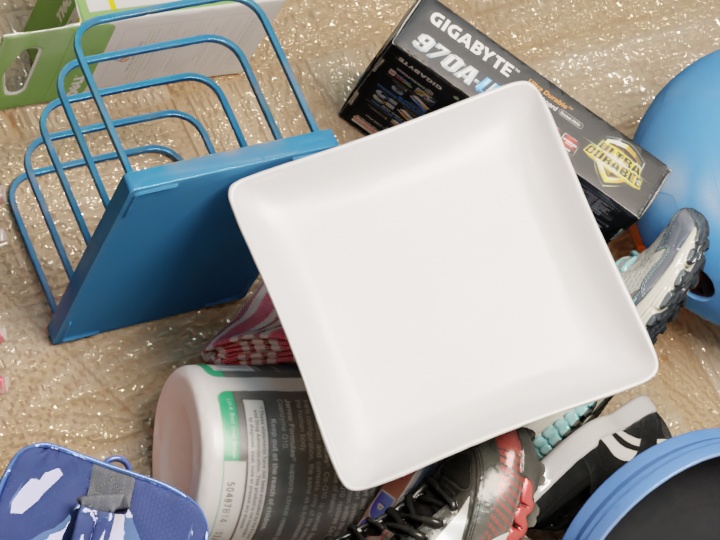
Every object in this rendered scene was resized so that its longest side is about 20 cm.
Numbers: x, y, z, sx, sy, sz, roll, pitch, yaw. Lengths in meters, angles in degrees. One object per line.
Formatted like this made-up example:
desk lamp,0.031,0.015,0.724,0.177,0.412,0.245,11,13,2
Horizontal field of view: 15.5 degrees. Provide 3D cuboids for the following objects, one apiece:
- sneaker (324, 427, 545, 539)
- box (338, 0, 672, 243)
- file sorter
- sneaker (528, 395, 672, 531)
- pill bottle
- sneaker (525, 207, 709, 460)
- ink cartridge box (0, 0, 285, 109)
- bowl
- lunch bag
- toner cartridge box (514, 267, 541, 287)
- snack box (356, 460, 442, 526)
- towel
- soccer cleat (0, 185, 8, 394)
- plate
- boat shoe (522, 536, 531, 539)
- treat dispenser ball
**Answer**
sneaker,0.030,0.168,1.549,0.098,0.071,0.201,32,91,-36
box,0.092,-0.086,1.764,0.200,0.159,0.046,35,71,-2
file sorter,-0.126,-0.064,1.646,0.138,0.200,0.123,-13,67,-27
sneaker,0.172,0.151,1.696,0.112,0.073,0.200,51,30,9
pill bottle,-0.020,0.116,1.649,0.199,0.113,0.113,2,65,-21
sneaker,0.147,0.031,1.728,0.086,0.200,0.078,41,15,11
ink cartridge box,-0.159,-0.164,1.734,0.200,0.104,0.059,-11,70,-26
bowl,0.206,0.187,1.673,0.200,0.201,0.039,-9,33,-26
lunch bag,-0.169,0.199,1.536,0.136,0.132,0.200,20,60,-13
toner cartridge box,0.078,0.015,1.681,0.043,0.095,0.200,33,13,-16
snack box,0.015,0.191,1.607,0.072,0.024,0.200,34,88,-33
towel,0.000,0.000,1.673,0.146,0.200,0.030,-51,119,-34
soccer cleat,-0.260,0.026,1.634,0.076,0.067,0.201,-4,70,10
plate,0.047,0.009,1.551,0.200,0.032,0.200,-20,74,-8
boat shoe,0.086,0.257,1.606,0.072,0.065,0.201,3,96,-31
treat dispenser ball,0.280,-0.056,1.804,0.200,0.201,0.201,9,62,-18
